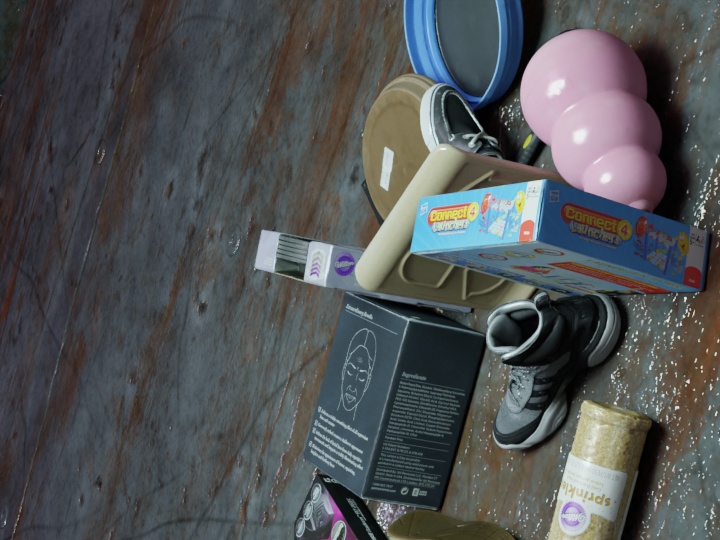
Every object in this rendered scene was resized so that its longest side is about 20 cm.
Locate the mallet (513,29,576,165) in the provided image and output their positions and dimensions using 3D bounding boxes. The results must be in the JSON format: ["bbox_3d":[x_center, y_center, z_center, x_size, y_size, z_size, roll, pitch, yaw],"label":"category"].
[{"bbox_3d":[0.197,-0.151,1.621,0.066,0.041,0.201,56,131,49],"label":"mallet"}]

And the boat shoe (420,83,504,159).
[{"bbox_3d":[0.122,-0.117,1.648,0.068,0.071,0.202,-41,58,53],"label":"boat shoe"}]

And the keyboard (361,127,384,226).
[{"bbox_3d":[0.051,-0.145,1.831,0.200,0.020,0.128,-50,57,50],"label":"keyboard"}]

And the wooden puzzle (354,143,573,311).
[{"bbox_3d":[0.114,-0.043,1.550,0.186,0.198,0.047,-56,36,31],"label":"wooden puzzle"}]

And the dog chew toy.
[{"bbox_3d":[0.230,-0.132,1.477,0.125,0.124,0.201,-47,49,40],"label":"dog chew toy"}]

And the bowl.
[{"bbox_3d":[0.116,-0.278,1.736,0.200,0.039,0.203,31,127,55],"label":"bowl"}]

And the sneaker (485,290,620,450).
[{"bbox_3d":[0.159,0.093,1.510,0.201,0.113,0.076,-57,36,31],"label":"sneaker"}]

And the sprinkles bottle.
[{"bbox_3d":[0.211,0.224,1.420,0.068,0.068,0.202,18,95,59],"label":"sprinkles bottle"}]

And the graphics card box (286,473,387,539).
[{"bbox_3d":[-0.020,0.342,1.781,0.126,0.050,0.200,-66,31,19],"label":"graphics card box"}]

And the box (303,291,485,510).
[{"bbox_3d":[0.035,0.141,1.708,0.148,0.106,0.202,23,100,60],"label":"box"}]

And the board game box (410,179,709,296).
[{"bbox_3d":[0.183,-0.025,1.431,0.195,0.199,0.056,-5,73,58],"label":"board game box"}]

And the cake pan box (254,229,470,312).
[{"bbox_3d":[0.000,0.000,1.729,0.184,0.198,0.053,10,90,62],"label":"cake pan box"}]

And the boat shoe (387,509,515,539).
[{"bbox_3d":[0.103,0.299,1.585,0.199,0.072,0.065,5,120,55],"label":"boat shoe"}]

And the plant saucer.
[{"bbox_3d":[0.059,-0.125,1.780,0.200,0.029,0.202,25,120,53],"label":"plant saucer"}]
